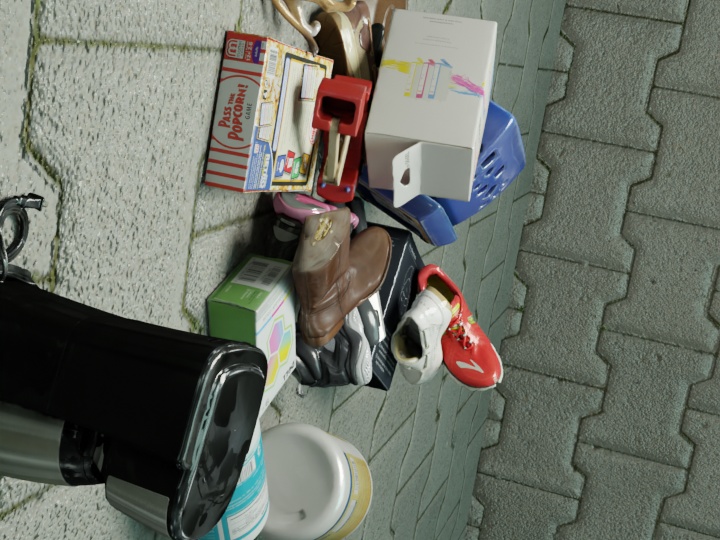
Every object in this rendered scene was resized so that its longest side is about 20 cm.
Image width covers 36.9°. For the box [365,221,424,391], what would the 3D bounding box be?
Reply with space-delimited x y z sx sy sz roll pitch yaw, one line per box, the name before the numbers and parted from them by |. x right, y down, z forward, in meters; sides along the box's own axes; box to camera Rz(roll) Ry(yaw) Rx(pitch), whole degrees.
box | 0.007 0.048 1.513 0.148 0.107 0.201 59 47 -68

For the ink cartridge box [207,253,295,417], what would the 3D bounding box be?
ink cartridge box | -0.118 0.094 1.202 0.104 0.059 0.201 -55 153 -53

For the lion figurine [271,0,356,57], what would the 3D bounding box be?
lion figurine | -0.049 -0.330 1.089 0.122 0.072 0.201 24 85 -40

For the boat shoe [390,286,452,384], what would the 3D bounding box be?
boat shoe | 0.071 0.102 1.480 0.069 0.071 0.200 -36 152 -28

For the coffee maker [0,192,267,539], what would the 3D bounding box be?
coffee maker | -0.174 0.068 0.730 0.135 0.199 0.193 -44 143 -64

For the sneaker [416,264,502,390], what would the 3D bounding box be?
sneaker | 0.128 0.078 1.500 0.077 0.200 0.085 -29 154 -3

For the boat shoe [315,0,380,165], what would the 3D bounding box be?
boat shoe | 0.001 -0.223 1.289 0.072 0.072 0.201 -32 126 -28

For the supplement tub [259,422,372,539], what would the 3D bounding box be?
supplement tub | -0.065 0.275 1.370 0.200 0.144 0.145 49 55 -70

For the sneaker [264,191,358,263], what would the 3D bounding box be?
sneaker | -0.064 -0.039 1.274 0.200 0.079 0.096 -1 111 -72

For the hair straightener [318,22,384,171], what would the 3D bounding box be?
hair straightener | -0.016 -0.217 1.349 0.077 0.041 0.200 22 96 -34

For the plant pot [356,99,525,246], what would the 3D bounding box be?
plant pot | 0.088 -0.153 1.449 0.180 0.200 0.200 -53 163 -4

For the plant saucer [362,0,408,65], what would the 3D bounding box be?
plant saucer | 0.026 -0.326 1.435 0.200 0.032 0.201 12 90 -73

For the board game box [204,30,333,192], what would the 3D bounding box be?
board game box | -0.090 -0.159 1.127 0.200 0.046 0.152 -12 114 -73

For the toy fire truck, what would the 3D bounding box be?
toy fire truck | -0.022 -0.143 1.199 0.141 0.049 0.200 -75 176 -49

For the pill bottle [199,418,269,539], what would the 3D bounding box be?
pill bottle | -0.150 0.211 1.089 0.111 0.110 0.200 -61 158 -45

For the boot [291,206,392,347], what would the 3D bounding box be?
boot | -0.018 -0.027 1.219 0.187 0.064 0.200 -60 162 -28

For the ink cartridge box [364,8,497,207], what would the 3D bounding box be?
ink cartridge box | 0.081 -0.180 1.260 0.129 0.125 0.201 81 20 -65

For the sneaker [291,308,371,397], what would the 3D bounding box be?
sneaker | -0.063 0.058 1.338 0.076 0.113 0.201 104 -32 -70

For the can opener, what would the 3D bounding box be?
can opener | 0.000 0.000 1.401 0.067 0.053 0.201 158 -76 -67
